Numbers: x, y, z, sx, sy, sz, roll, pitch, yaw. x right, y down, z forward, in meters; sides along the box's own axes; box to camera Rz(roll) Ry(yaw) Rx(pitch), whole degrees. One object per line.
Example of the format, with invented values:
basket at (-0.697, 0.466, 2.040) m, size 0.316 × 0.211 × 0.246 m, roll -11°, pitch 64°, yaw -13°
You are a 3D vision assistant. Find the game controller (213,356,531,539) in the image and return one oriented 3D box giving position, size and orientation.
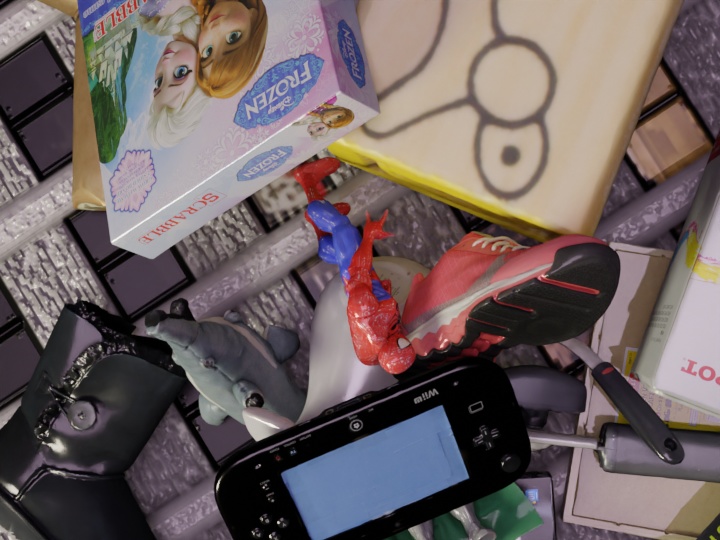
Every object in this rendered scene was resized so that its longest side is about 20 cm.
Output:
game controller at (0.008, 0.124, 0.967) m, size 0.198 × 0.042 × 0.105 m, roll -23°, pitch 130°, yaw -2°

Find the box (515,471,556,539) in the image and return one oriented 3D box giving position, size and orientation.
box at (0.041, 0.227, 1.086) m, size 0.197 × 0.050 × 0.160 m, roll -3°, pitch 88°, yaw 4°

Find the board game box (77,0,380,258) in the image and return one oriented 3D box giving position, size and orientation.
board game box at (-0.092, -0.141, 0.977) m, size 0.199 × 0.041 × 0.201 m, roll -30°, pitch 59°, yaw 30°

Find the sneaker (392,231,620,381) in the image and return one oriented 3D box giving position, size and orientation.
sneaker at (0.081, 0.006, 0.960) m, size 0.073 × 0.200 × 0.088 m, roll 17°, pitch 60°, yaw -29°

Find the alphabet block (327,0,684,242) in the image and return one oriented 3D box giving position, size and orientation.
alphabet block at (0.095, -0.140, 1.016) m, size 0.193 × 0.196 × 0.202 m, roll 23°, pitch 91°, yaw 6°

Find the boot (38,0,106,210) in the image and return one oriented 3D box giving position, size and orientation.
boot at (-0.201, -0.144, 1.108) m, size 0.173 × 0.066 × 0.203 m, roll -2°, pitch 90°, yaw 5°

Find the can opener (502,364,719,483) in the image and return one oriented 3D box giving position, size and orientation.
can opener at (0.181, 0.104, 1.047) m, size 0.197 × 0.053 × 0.068 m, roll 5°, pitch 89°, yaw 4°

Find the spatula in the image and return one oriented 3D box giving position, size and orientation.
spatula at (0.151, 0.059, 1.048) m, size 0.056 × 0.021 × 0.200 m, roll -21°, pitch 52°, yaw -29°

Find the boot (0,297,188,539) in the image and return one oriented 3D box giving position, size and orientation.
boot at (-0.169, 0.136, 1.093) m, size 0.199 × 0.076 × 0.169 m, roll 36°, pitch 96°, yaw 11°

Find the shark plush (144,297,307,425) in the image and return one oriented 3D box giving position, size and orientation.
shark plush at (-0.078, 0.065, 1.041) m, size 0.090 × 0.201 × 0.083 m, roll -35°, pitch 54°, yaw -7°

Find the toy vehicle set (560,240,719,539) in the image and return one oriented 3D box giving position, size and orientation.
toy vehicle set at (0.219, 0.088, 1.084) m, size 0.123 × 0.027 × 0.203 m, roll 10°, pitch 90°, yaw 5°

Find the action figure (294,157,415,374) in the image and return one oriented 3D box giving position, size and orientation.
action figure at (0.000, 0.000, 1.019) m, size 0.051 × 0.201 × 0.066 m, roll -12°, pitch 130°, yaw -6°

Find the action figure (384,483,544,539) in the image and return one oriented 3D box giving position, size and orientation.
action figure at (0.028, 0.114, 1.057) m, size 0.117 × 0.055 × 0.201 m, roll -25°, pitch 57°, yaw -5°

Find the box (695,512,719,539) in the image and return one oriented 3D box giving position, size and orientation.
box at (0.275, 0.238, 1.032) m, size 0.160 × 0.044 × 0.200 m, roll 41°, pitch 92°, yaw -26°

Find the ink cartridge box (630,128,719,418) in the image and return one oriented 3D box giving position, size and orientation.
ink cartridge box at (0.278, 0.006, 0.994) m, size 0.144 × 0.145 × 0.202 m, roll 21°, pitch 90°, yaw 4°

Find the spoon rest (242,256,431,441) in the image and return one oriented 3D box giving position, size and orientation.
spoon rest at (-0.009, 0.059, 1.048) m, size 0.099 × 0.200 × 0.061 m, roll 20°, pitch 135°, yaw 25°
